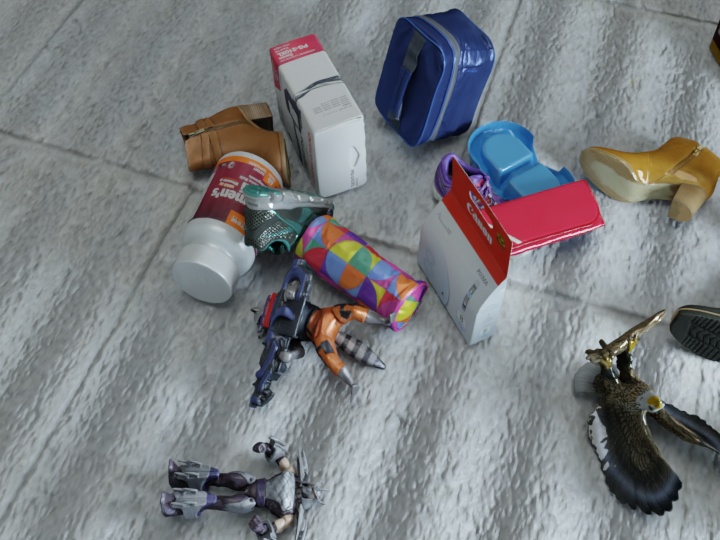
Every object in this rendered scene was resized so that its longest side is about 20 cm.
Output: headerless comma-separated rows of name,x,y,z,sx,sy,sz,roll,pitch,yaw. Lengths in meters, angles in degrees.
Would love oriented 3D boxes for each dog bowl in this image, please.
dog bowl,0.243,-0.144,1.325,0.110,0.050,0.201,-27,58,-17

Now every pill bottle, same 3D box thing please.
pill bottle,-0.190,-0.062,1.236,0.107,0.111,0.203,12,55,10

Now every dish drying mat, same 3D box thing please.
dish drying mat,0.253,-0.073,1.230,0.196,0.018,0.078,-17,73,-17

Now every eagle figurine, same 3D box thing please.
eagle figurine,0.351,0.178,1.066,0.150,0.150,0.203,-29,86,27

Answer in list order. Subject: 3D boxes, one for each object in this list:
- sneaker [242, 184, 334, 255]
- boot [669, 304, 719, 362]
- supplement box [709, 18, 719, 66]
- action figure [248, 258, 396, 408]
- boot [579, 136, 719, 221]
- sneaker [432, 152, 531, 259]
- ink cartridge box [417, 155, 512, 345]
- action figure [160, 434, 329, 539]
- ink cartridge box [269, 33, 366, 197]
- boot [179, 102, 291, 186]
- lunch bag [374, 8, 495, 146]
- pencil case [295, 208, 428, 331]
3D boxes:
sneaker,-0.106,-0.068,1.224,0.076,0.199,0.094,14,98,30
boot,0.514,0.052,1.174,0.195,0.078,0.140,17,51,-3
supplement box,0.715,-0.413,1.415,0.192,0.202,0.135,-7,54,-4
action figure,-0.069,0.102,1.150,0.190,0.104,0.204,22,84,24
boot,0.449,-0.164,1.332,0.199,0.072,0.144,30,54,17
sneaker,0.177,-0.095,1.269,0.080,0.084,0.200,-35,64,-22
ink cartridge box,0.134,-0.023,1.146,0.046,0.202,0.162,-19,55,-14
action figure,-0.134,0.264,1.030,0.194,0.070,0.132,2,45,-3
ink cartridge box,-0.065,-0.237,1.336,0.083,0.146,0.202,-20,56,-11
boot,-0.194,-0.180,1.346,0.151,0.075,0.202,-16,44,-12
lunch bag,0.103,-0.294,1.349,0.130,0.203,0.136,-16,51,-33
pencil case,0.000,0.000,1.207,0.199,0.089,0.088,37,63,24
